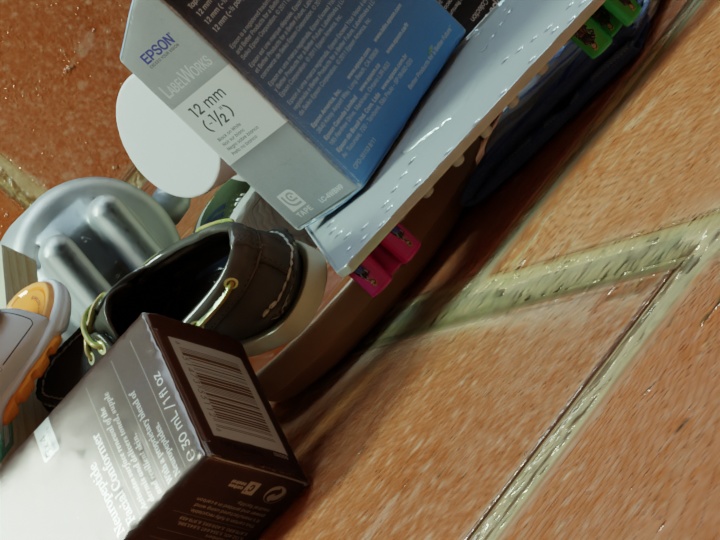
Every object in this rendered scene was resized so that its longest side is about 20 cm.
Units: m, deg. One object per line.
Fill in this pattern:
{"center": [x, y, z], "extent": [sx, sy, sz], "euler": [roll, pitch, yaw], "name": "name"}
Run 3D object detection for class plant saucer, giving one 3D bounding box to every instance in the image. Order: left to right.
{"center": [0.000, 0.000, 1.633], "extent": [0.200, 0.032, 0.200], "euler": [-48, 9, 10], "name": "plant saucer"}

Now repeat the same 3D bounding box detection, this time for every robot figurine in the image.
{"center": [-0.179, 0.003, 1.912], "extent": [0.170, 0.113, 0.200], "euler": [-37, 3, -14], "name": "robot figurine"}

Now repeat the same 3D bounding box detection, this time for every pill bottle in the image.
{"center": [-0.051, -0.120, 1.770], "extent": [0.200, 0.111, 0.111], "euler": [-35, -4, -43], "name": "pill bottle"}

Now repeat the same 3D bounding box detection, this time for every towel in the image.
{"center": [0.119, -0.125, 1.594], "extent": [0.147, 0.024, 0.200], "euler": [-45, 9, 33], "name": "towel"}

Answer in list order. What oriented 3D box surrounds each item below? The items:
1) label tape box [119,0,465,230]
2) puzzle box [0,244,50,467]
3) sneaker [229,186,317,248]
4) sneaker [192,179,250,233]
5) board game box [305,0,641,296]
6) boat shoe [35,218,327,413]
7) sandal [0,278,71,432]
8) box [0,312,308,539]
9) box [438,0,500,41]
{"center": [-0.056, -0.142, 1.568], "extent": [0.066, 0.200, 0.143], "euler": [-36, 16, 47], "name": "label tape box"}
{"center": [-0.217, 0.091, 1.640], "extent": [0.133, 0.025, 0.200], "euler": [-53, 26, 23], "name": "puzzle box"}
{"center": [-0.046, -0.026, 1.841], "extent": [0.118, 0.074, 0.200], "euler": [-34, 7, 41], "name": "sneaker"}
{"center": [-0.076, -0.007, 1.952], "extent": [0.090, 0.067, 0.200], "euler": [-46, 16, 45], "name": "sneaker"}
{"center": [0.054, -0.078, 1.523], "extent": [0.200, 0.026, 0.200], "euler": [-47, 11, 2], "name": "board game box"}
{"center": [-0.105, 0.026, 1.511], "extent": [0.201, 0.061, 0.072], "euler": [-28, 47, 38], "name": "boat shoe"}
{"center": [-0.214, 0.068, 1.519], "extent": [0.079, 0.059, 0.207], "euler": [-31, 25, 45], "name": "sandal"}
{"center": [-0.127, 0.125, 1.447], "extent": [0.200, 0.075, 0.100], "euler": [-48, 48, 23], "name": "box"}
{"center": [0.008, -0.164, 1.740], "extent": [0.036, 0.200, 0.143], "euler": [-41, 11, 49], "name": "box"}
